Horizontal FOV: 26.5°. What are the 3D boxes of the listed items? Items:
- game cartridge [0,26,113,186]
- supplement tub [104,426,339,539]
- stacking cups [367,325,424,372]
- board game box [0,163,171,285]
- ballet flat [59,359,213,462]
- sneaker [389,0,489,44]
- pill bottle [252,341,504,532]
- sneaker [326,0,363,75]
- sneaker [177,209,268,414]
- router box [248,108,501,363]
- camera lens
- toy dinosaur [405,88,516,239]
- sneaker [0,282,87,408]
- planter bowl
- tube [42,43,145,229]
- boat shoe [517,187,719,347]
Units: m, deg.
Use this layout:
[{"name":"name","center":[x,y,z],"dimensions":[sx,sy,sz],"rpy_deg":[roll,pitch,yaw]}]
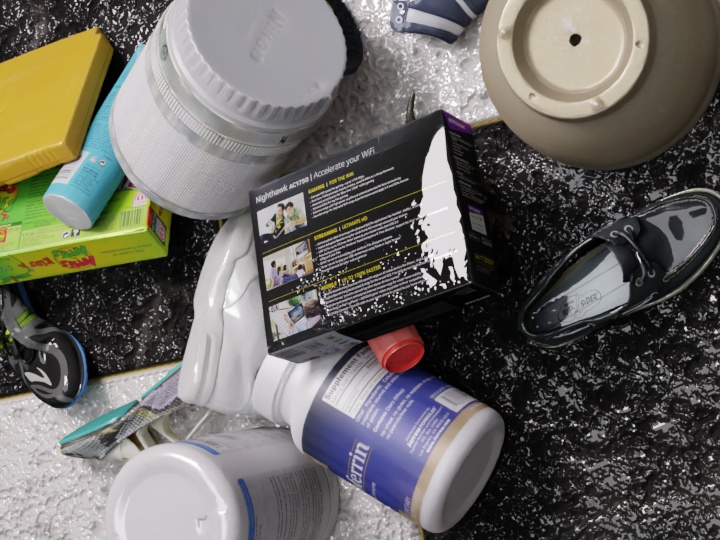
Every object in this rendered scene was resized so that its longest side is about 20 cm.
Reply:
[{"name":"game cartridge","center":[-0.334,-0.142,1.459],"dimensions":[0.199,0.032,0.177],"rpy_deg":[-15,42,24]},{"name":"supplement tub","center":[-0.115,0.206,1.313],"dimensions":[0.131,0.200,0.133],"rpy_deg":[-1,88,25]},{"name":"stacking cups","center":[0.000,0.000,1.310],"dimensions":[0.061,0.060,0.200],"rpy_deg":[-45,55,18]},{"name":"board game box","center":[-0.277,-0.051,1.438],"dimensions":[0.199,0.048,0.102],"rpy_deg":[-9,55,16]},{"name":"ballet flat","center":[-0.197,0.143,1.427],"dimensions":[0.200,0.072,0.072],"rpy_deg":[-33,76,22]},{"name":"sneaker","center":[0.027,-0.276,1.299],"dimensions":[0.200,0.070,0.109],"rpy_deg":[35,109,-7]},{"name":"pill bottle","center":[0.013,0.127,1.302],"dimensions":[0.199,0.116,0.116],"rpy_deg":[29,101,23]},{"name":"sneaker","center":[-0.073,-0.240,1.382],"dimensions":[0.078,0.066,0.200],"rpy_deg":[-47,71,30]},{"name":"sneaker","center":[-0.102,0.036,1.381],"dimensions":[0.075,0.088,0.201],"rpy_deg":[145,140,-62]},{"name":"router box","center":[0.007,-0.024,1.238],"dimensions":[0.199,0.051,0.150],"rpy_deg":[-20,67,29]},{"name":"camera lens","center":[-0.117,-0.149,1.310],"dimensions":[0.161,0.159,0.200],"rpy_deg":[62,144,13]},{"name":"toy dinosaur","center":[0.076,-0.061,1.284],"dimensions":[0.077,0.102,0.201],"rpy_deg":[-8,86,24]},{"name":"sneaker","center":[-0.340,0.059,1.483],"dimensions":[0.071,0.083,0.200],"rpy_deg":[-47,72,17]},{"name":"planter bowl","center":[0.179,-0.178,1.207],"dimensions":[0.199,0.135,0.201],"rpy_deg":[2,96,20]},{"name":"tube","center":[-0.222,-0.131,1.412],"dimensions":[0.077,0.050,0.201],"rpy_deg":[17,62,22]},{"name":"boat shoe","center":[0.208,-0.001,1.240],"dimensions":[0.199,0.066,0.075],"rpy_deg":[-30,77,21]}]
